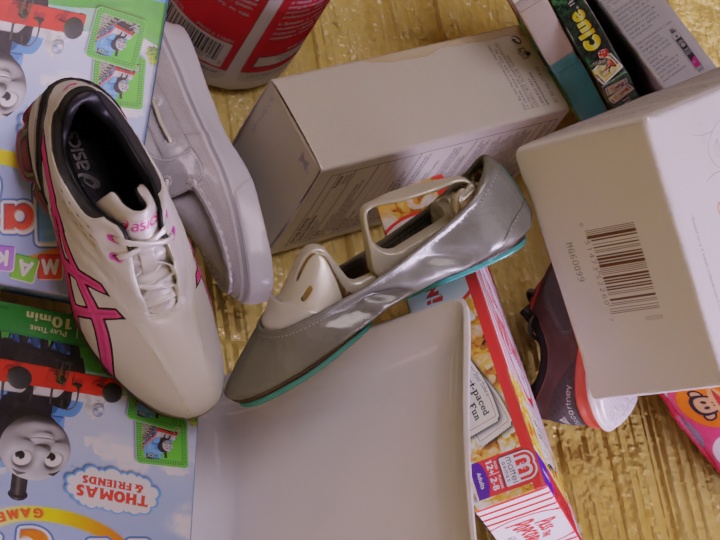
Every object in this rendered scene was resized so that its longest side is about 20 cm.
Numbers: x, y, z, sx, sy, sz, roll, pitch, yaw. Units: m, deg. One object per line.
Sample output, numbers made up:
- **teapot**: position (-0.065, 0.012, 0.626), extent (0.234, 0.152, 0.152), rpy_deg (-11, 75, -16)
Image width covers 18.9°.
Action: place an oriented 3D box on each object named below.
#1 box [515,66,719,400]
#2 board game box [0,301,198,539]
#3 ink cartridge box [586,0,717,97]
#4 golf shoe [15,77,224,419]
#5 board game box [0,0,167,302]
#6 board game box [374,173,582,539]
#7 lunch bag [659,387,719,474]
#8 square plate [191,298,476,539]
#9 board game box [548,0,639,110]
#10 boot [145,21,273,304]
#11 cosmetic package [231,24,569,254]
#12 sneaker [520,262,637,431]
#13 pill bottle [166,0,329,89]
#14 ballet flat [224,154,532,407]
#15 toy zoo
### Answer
- **box**: position (0.209, -0.033, 1.224), extent (0.199, 0.106, 0.153), rpy_deg (-22, 97, -39)
- **board game box**: position (-0.167, 0.117, 1.189), extent (0.150, 0.037, 0.201), rpy_deg (11, 56, -16)
- **ink cartridge box**: position (0.189, -0.153, 1.442), extent (0.043, 0.196, 0.201), rpy_deg (-33, 65, 5)
- **golf shoe**: position (-0.130, -0.009, 1.180), extent (0.072, 0.092, 0.201), rpy_deg (-27, 95, -16)
- **board game box**: position (-0.198, -0.089, 1.242), extent (0.150, 0.037, 0.201), rpy_deg (10, 83, -14)
- **board game box**: position (0.071, 0.064, 1.278), extent (0.046, 0.152, 0.201), rpy_deg (-20, 66, 6)
- **lunch bag**: position (0.252, 0.026, 1.387), extent (0.200, 0.082, 0.177), rpy_deg (52, 46, -29)
- **square plate**: position (-0.018, 0.131, 1.185), extent (0.028, 0.197, 0.201), rpy_deg (40, 40, -46)
- **board game box**: position (0.162, -0.132, 1.432), extent (0.023, 0.200, 0.105), rpy_deg (-32, 67, 6)
- **boot**: position (-0.127, -0.058, 1.313), extent (0.095, 0.074, 0.201), rpy_deg (-14, 63, -21)
- **cosmetic package**: position (0.022, -0.084, 1.373), extent (0.199, 0.104, 0.073), rpy_deg (-15, 67, -34)
- **sneaker**: position (0.139, 0.007, 1.384), extent (0.077, 0.081, 0.201), rpy_deg (49, 46, -46)
- **pill bottle**: position (-0.058, -0.212, 1.350), extent (0.112, 0.200, 0.113), rpy_deg (13, 55, -19)
- **ballet flat**: position (0.000, 0.000, 1.199), extent (0.199, 0.067, 0.064), rpy_deg (-31, 109, -2)
- **toy zoo**: position (0.112, -0.171, 1.418), extent (0.200, 0.020, 0.132), rpy_deg (54, 8, -44)
